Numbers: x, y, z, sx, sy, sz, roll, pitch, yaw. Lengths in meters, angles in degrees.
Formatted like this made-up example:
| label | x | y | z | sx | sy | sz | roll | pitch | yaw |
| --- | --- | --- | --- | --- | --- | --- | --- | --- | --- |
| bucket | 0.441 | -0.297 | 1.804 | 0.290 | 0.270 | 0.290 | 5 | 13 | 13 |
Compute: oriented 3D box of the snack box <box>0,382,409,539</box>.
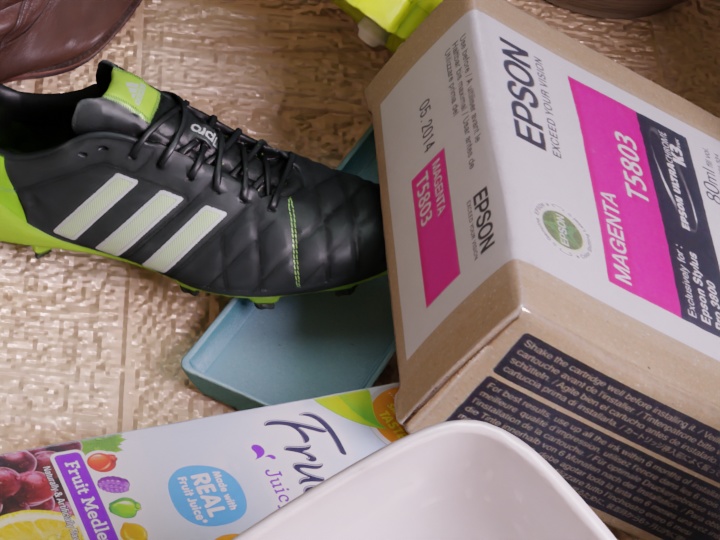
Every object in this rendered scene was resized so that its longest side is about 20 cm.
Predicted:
| label | x | y | z | sx | sy | sz | roll | pitch | yaw |
| --- | --- | --- | --- | --- | --- | --- | --- | --- | --- |
| snack box | -0.036 | 0.116 | 0.853 | 0.199 | 0.053 | 0.142 | -8 | 46 | -23 |

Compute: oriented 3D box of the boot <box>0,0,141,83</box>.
| label | x | y | z | sx | sy | sz | roll | pitch | yaw |
| --- | --- | --- | --- | --- | --- | --- | --- | --- | --- |
| boot | -0.115 | -0.144 | 1.009 | 0.064 | 0.200 | 0.186 | 47 | 54 | 0 |

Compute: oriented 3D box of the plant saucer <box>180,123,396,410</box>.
| label | x | y | z | sx | sy | sz | roll | pitch | yaw |
| --- | --- | --- | --- | --- | --- | --- | --- | --- | --- |
| plant saucer | 0.000 | 0.000 | 1.018 | 0.070 | 0.019 | 0.200 | 23 | 43 | 12 |

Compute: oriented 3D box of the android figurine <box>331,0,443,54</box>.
| label | x | y | z | sx | sy | sz | roll | pitch | yaw |
| --- | --- | --- | --- | --- | --- | --- | --- | --- | --- |
| android figurine | -0.010 | -0.136 | 1.074 | 0.200 | 0.041 | 0.182 | 39 | 6 | 21 |

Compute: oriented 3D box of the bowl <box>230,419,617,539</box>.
| label | x | y | z | sx | sy | sz | roll | pitch | yaw |
| --- | --- | --- | --- | --- | --- | --- | --- | --- | --- |
| bowl | 0.015 | 0.169 | 0.727 | 0.199 | 0.075 | 0.200 | -33 | 79 | -7 |

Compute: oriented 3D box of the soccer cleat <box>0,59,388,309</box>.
| label | x | y | z | sx | sy | sz | roll | pitch | yaw |
| --- | --- | --- | --- | --- | --- | --- | --- | --- | --- |
| soccer cleat | -0.075 | -0.037 | 0.975 | 0.199 | 0.081 | 0.068 | 8 | 39 | 7 |

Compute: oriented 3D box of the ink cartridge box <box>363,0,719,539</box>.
| label | x | y | z | sx | sy | sz | roll | pitch | yaw |
| --- | --- | --- | --- | --- | --- | --- | --- | --- | --- |
| ink cartridge box | 0.093 | 0.001 | 0.953 | 0.164 | 0.075 | 0.201 | 26 | 36 | -26 |

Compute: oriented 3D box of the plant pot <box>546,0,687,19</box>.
| label | x | y | z | sx | sy | sz | roll | pitch | yaw |
| --- | --- | --- | --- | --- | --- | --- | --- | --- | --- |
| plant pot | 0.125 | -0.189 | 1.202 | 0.200 | 0.093 | 0.201 | 6 | 42 | -6 |
